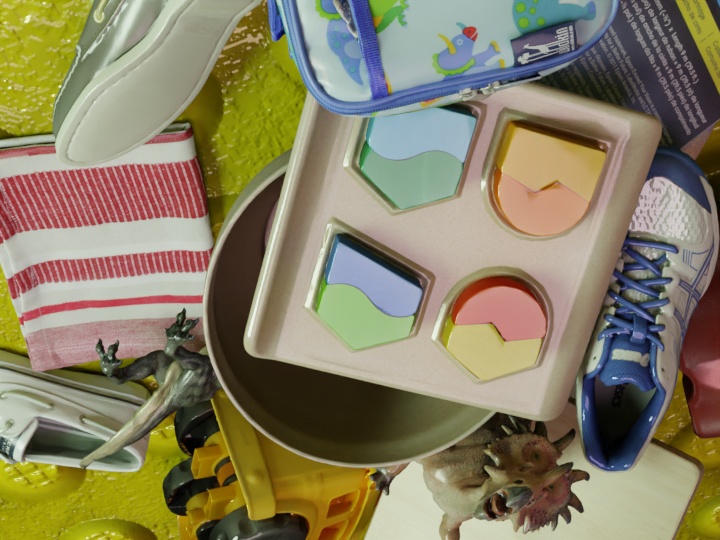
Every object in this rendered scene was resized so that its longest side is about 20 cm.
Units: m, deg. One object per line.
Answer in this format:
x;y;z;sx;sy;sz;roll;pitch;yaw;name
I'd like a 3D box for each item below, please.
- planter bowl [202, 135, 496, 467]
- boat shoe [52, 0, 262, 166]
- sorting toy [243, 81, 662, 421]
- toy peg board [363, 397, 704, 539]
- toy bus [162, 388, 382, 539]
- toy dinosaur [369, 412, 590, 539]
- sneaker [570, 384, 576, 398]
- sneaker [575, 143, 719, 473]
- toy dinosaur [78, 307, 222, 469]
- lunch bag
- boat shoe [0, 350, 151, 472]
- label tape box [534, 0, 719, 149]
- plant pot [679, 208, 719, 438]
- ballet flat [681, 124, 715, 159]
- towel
0.000;0.000;0.732;0.198;0.135;0.202;-3;110;-9;planter bowl
-0.114;-0.138;0.653;0.202;0.061;0.072;-44;157;31;boat shoe
0.052;-0.016;0.643;0.198;0.037;0.186;12;107;-13;sorting toy
0.125;0.180;0.864;0.098;0.199;0.201;-2;114;-64;toy peg board
-0.048;0.176;0.937;0.191;0.136;0.201;-7;139;-26;toy bus
0.083;0.110;0.757;0.135;0.201;0.086;-34;120;26;toy dinosaur
0.148;0.134;0.922;0.075;0.116;0.201;-13;135;4;sneaker
0.170;0.029;0.703;0.075;0.088;0.202;7;116;13;sneaker
-0.130;0.070;0.821;0.199;0.048;0.088;-34;139;0;toy dinosaur
0.025;-0.176;0.554;0.159;0.082;0.202;-12;95;1;lunch bag
-0.249;0.106;0.863;0.198;0.067;0.074;6;133;-15;boat shoe
0.146;-0.128;0.696;0.200;0.066;0.143;-38;130;5;label tape box
0.307;0.023;0.799;0.194;0.202;0.201;-14;135;15;plant pot
0.160;-0.038;0.790;0.068;0.068;0.200;32;122;-34;ballet flat
-0.170;-0.009;0.796;0.143;0.023;0.201;-6;134;-4;towel
